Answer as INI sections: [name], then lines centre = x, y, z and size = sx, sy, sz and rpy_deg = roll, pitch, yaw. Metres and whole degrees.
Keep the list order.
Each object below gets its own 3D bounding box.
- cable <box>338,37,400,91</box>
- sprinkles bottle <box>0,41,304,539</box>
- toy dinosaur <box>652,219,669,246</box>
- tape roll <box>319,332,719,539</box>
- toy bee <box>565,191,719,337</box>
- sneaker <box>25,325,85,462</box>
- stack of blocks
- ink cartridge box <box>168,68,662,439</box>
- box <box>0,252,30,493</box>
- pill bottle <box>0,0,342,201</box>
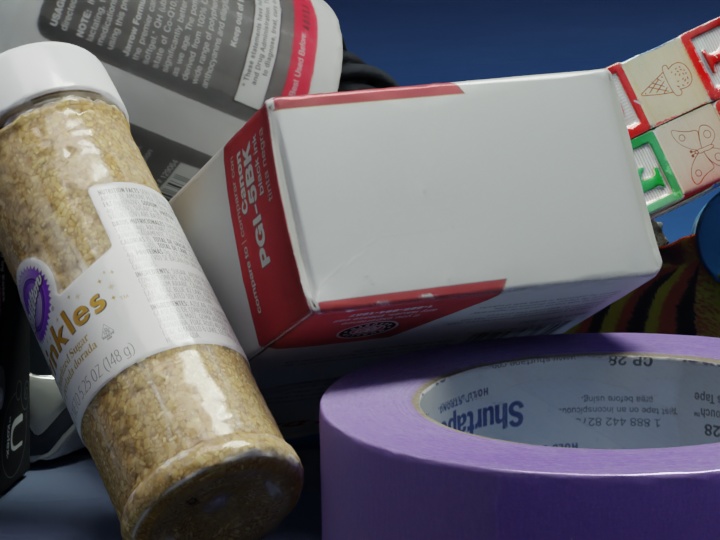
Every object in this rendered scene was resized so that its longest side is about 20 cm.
[cable]
centre = -0.009, -0.032, 1.242
size = 0.051, 0.164, 0.199
rpy_deg = -28, -8, 38
[sprinkles bottle]
centre = -0.087, 0.009, 0.975
size = 0.068, 0.068, 0.201
rpy_deg = -7, 52, -30
[toy dinosaur]
centre = 0.094, -0.016, 1.345
size = 0.199, 0.078, 0.102
rpy_deg = 12, 10, 39
[tape roll]
centre = 0.086, 0.073, 0.924
size = 0.199, 0.066, 0.200
rpy_deg = -1, 12, 0
[toy bee]
centre = 0.185, 0.010, 1.180
size = 0.199, 0.109, 0.131
rpy_deg = -27, -5, 24
[sneaker]
centre = -0.195, 0.004, 1.130
size = 0.198, 0.131, 0.079
rpy_deg = 6, 12, 34
[stack of blocks]
centre = 0.105, -0.045, 1.139
size = 0.115, 0.059, 0.200
rpy_deg = -25, -3, -22
[ink cartridge box]
centre = 0.000, 0.000, 1.041
size = 0.146, 0.083, 0.200
rpy_deg = -6, -15, -26
[box]
centre = -0.204, 0.045, 0.983
size = 0.121, 0.107, 0.200
rpy_deg = 3, 11, 11
[pill bottle]
centre = -0.116, -0.094, 1.101
size = 0.199, 0.111, 0.111
rpy_deg = 22, 1, -25
